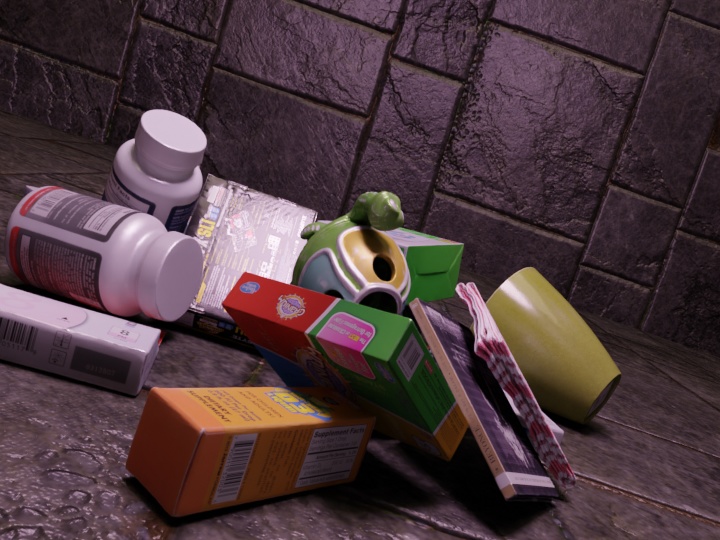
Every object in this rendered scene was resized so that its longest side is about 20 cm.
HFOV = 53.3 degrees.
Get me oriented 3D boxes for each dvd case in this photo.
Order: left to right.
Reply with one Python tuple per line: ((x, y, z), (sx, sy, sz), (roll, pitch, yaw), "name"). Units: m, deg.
((0.123, 0.130, 0.708), (0.148, 0.016, 0.203), (30, 30, -57), "dvd case")

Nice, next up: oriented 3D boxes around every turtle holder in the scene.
((0.005, 0.008, 0.835), (0.140, 0.186, 0.132), (39, 7, -34), "turtle holder")

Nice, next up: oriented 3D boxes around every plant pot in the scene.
((0.285, 0.132, 1.090), (0.199, 0.190, 0.185), (40, 18, 29), "plant pot")

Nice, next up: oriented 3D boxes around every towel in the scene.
((0.163, 0.120, 0.774), (0.203, 0.029, 0.147), (59, 9, -19), "towel")

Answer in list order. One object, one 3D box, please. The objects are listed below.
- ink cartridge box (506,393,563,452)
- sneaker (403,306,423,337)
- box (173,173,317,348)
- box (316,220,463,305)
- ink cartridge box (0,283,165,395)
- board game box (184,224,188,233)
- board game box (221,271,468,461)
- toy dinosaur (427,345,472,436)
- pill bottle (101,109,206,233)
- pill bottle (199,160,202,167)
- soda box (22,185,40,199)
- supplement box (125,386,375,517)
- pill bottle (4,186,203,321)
((0.179, 0.176, 0.948), (0.097, 0.040, 0.200), (17, 10, -14), "ink cartridge box")
((0.009, 0.054, 1.220), (0.199, 0.079, 0.145), (24, 7, 26), "sneaker")
((-0.151, -0.012, 0.919), (0.156, 0.204, 0.050), (16, -34, -6), "box")
((0.044, -0.014, 1.158), (0.173, 0.099, 0.198), (18, 12, 32), "box")
((-0.275, 0.048, 0.706), (0.159, 0.058, 0.200), (18, 13, -11), "ink cartridge box")
((-0.207, -0.014, 1.072), (0.101, 0.108, 0.199), (21, 9, 20), "board game box")
((-0.015, 0.083, 0.638), (0.197, 0.041, 0.154), (13, -33, 40), "board game box")
((0.056, 0.124, 0.807), (0.195, 0.108, 0.181), (10, 0, -16), "toy dinosaur")
((-0.263, -0.092, 0.898), (0.109, 0.202, 0.112), (22, 33, -15), "pill bottle")
((-0.309, -0.107, 1.100), (0.111, 0.205, 0.114), (17, 8, -2), "pill bottle")
((-0.421, -0.062, 1.045), (0.197, 0.065, 0.067), (26, 11, 37), "soda box")
((-0.074, 0.130, 0.550), (0.066, 0.070, 0.198), (25, 6, 36), "supplement box")
((-0.286, -0.016, 0.808), (0.195, 0.119, 0.116), (17, 7, 16), "pill bottle")
